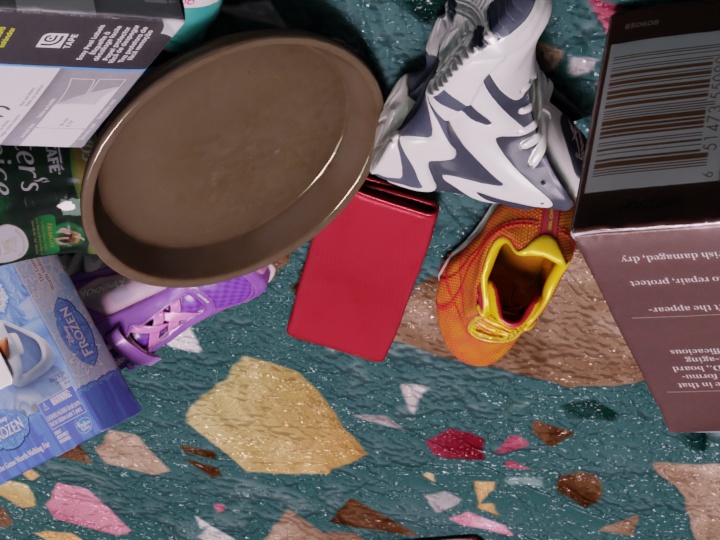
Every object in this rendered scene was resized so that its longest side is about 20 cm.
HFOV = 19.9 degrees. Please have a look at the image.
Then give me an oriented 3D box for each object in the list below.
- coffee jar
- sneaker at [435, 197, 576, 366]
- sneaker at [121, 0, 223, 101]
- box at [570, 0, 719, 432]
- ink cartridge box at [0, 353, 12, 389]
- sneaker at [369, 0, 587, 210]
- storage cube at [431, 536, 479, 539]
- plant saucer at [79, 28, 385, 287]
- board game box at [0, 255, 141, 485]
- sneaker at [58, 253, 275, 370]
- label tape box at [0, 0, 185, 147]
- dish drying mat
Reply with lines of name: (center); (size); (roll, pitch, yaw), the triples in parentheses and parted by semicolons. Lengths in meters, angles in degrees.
coffee jar: (-0.224, -0.052, 1.286); (0.200, 0.104, 0.085); (-11, 145, -11)
sneaker: (0.088, 0.015, 1.347); (0.073, 0.077, 0.200); (14, 148, -2)
sneaker: (-0.182, -0.156, 1.192); (0.200, 0.084, 0.121); (12, 139, -7)
box: (0.233, -0.031, 1.145); (0.164, 0.166, 0.200); (-5, 142, 25)
ink cartridge box: (-0.338, 0.018, 1.426); (0.117, 0.067, 0.200); (-28, 92, 45)
sneaker: (0.098, -0.096, 1.184); (0.130, 0.080, 0.199); (18, 142, -14)
storage cube: (0.054, 0.348, 1.759); (0.200, 0.171, 0.180); (-10, 138, 32)
plant saucer: (-0.079, -0.070, 1.241); (0.200, 0.029, 0.200); (-20, 141, -17)
board game box: (-0.269, 0.048, 1.461); (0.200, 0.043, 0.199); (-29, 89, 45)
sneaker: (-0.148, 0.028, 1.443); (0.200, 0.089, 0.080); (-14, 136, 34)
label tape box: (-0.212, -0.122, 1.051); (0.200, 0.063, 0.144); (-1, 156, -32)
dish drying mat: (0.000, 0.000, 1.411); (0.077, 0.018, 0.200); (16, 147, -1)
